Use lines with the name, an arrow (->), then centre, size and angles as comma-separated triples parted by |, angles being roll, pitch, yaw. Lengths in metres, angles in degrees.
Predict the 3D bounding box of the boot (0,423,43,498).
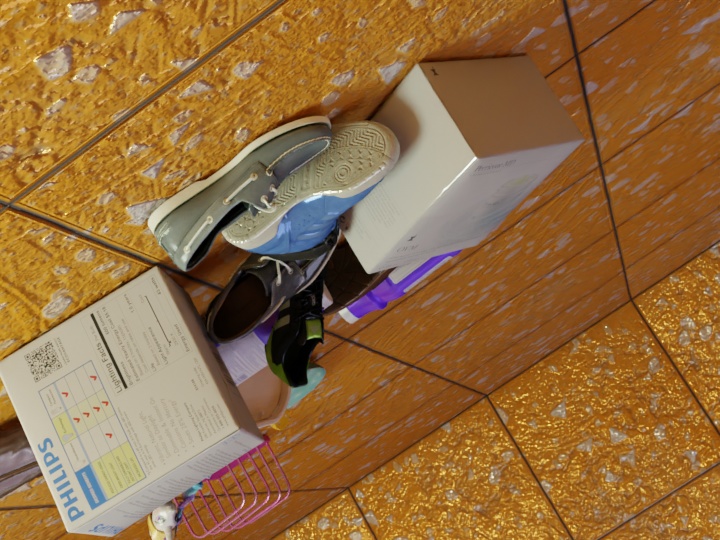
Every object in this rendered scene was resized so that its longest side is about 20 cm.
boot -> -0.397, 0.253, 1.347 | 0.198, 0.064, 0.189 | -28, 123, -23

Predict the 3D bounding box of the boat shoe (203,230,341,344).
boat shoe -> -0.092, 0.003, 1.222 | 0.200, 0.072, 0.068 | -46, -178, 3

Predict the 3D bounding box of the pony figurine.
pony figurine -> -0.267, 0.241, 1.473 | 0.164, 0.193, 0.203 | -2, 121, -37

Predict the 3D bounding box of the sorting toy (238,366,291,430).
sorting toy -> -0.214, 0.201, 1.629 | 0.178, 0.109, 0.199 | -19, 172, 33

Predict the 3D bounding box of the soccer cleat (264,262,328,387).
soccer cleat -> -0.063, 0.036, 1.287 | 0.066, 0.081, 0.203 | -2, 115, -30

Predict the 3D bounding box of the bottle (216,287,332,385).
bottle -> -0.127, 0.075, 1.385 | 0.199, 0.066, 0.084 | -35, 132, 7

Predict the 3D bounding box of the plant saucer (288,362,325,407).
plant saucer -> -0.147, 0.203, 1.832 | 0.198, 0.028, 0.201 | -29, 163, -9

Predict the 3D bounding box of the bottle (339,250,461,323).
bottle -> 0.051, -0.004, 1.513 | 0.199, 0.066, 0.084 | -37, -171, 19

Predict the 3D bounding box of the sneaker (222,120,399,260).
sneaker -> -0.036, -0.075, 1.140 | 0.198, 0.078, 0.111 | -32, 158, 14

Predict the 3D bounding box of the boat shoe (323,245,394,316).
boat shoe -> 0.000, -0.001, 1.436 | 0.199, 0.073, 0.068 | -36, 162, 4

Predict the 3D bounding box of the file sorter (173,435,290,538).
file sorter -> -0.234, 0.394, 2.043 | 0.138, 0.127, 0.199 | -37, 163, 16

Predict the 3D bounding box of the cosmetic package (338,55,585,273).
cosmetic package -> 0.096, -0.114, 1.199 | 0.198, 0.124, 0.200 | -15, 155, -46

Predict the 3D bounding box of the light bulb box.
light bulb box -> -0.238, 0.140, 1.180 | 0.198, 0.200, 0.125 | -30, 163, -1

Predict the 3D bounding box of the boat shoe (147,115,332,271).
boat shoe -> -0.103, -0.071, 1.061 | 0.198, 0.062, 0.073 | -32, 164, 0
